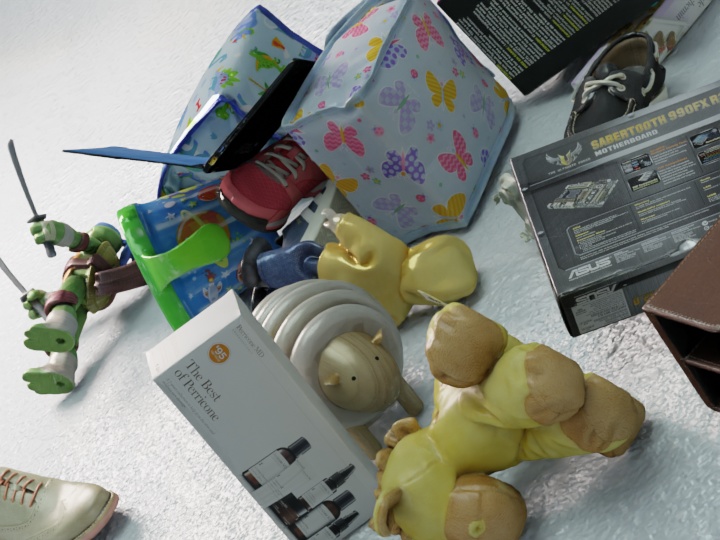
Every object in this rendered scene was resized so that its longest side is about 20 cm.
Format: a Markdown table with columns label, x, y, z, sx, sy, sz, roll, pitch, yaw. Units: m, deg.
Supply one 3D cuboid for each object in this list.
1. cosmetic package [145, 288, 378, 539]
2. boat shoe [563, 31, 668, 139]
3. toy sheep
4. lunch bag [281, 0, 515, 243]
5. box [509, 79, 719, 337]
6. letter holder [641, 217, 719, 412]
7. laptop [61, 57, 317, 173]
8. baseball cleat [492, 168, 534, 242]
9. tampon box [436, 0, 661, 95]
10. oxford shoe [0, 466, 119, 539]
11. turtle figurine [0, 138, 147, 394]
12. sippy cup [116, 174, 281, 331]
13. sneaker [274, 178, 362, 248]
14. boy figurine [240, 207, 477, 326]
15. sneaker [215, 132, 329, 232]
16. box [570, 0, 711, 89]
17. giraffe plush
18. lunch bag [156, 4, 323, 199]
| label | x | y | z | sx | sy | sz | roll | pitch | yaw |
| --- | --- | --- | --- | --- | --- | --- | --- | --- | --- |
| cosmetic package | -0.065 | 0.117 | 1.423 | 0.082 | 0.200 | 0.051 | -37 | 26 | 2 |
| boat shoe | 0.207 | -0.141 | 1.581 | 0.073 | 0.061 | 0.200 | -2 | 23 | 27 |
| toy sheep | -0.029 | 0.071 | 1.526 | 0.138 | 0.138 | 0.200 | -47 | 27 | -17 |
| lunch bag | 0.042 | -0.148 | 1.742 | 0.127 | 0.170 | 0.201 | -16 | 37 | 43 |
| box | 0.222 | -0.052 | 1.414 | 0.199 | 0.049 | 0.159 | -21 | 42 | 5 |
| letter holder | 0.309 | 0.001 | 1.251 | 0.200 | 0.101 | 0.142 | -47 | 29 | -16 |
| laptop | -0.146 | -0.149 | 1.775 | 0.200 | 0.116 | 0.187 | -49 | -2 | 8 |
| baseball cleat | 0.194 | -0.053 | 1.531 | 0.106 | 0.070 | 0.200 | -38 | 36 | -13 |
| tampon box | 0.195 | -0.284 | 1.747 | 0.200 | 0.126 | 0.150 | -33 | 17 | 47 |
| oxford shoe | -0.295 | 0.210 | 1.705 | 0.199 | 0.074 | 0.071 | -14 | 35 | 39 |
| turtle figurine | -0.324 | 0.016 | 1.954 | 0.144 | 0.199 | 0.195 | -38 | 31 | 35 |
| sippy cup | -0.145 | -0.025 | 1.840 | 0.130 | 0.140 | 0.178 | -27 | 39 | -3 |
| sneaker | -0.030 | -0.044 | 1.779 | 0.084 | 0.075 | 0.200 | -22 | 25 | 44 |
| boy figurine | 0.000 | 0.000 | 1.622 | 0.198 | 0.125 | 0.065 | -5 | 32 | 19 |
| sneaker | -0.063 | -0.104 | 1.791 | 0.200 | 0.074 | 0.087 | -34 | -21 | -54 |
| box | 0.263 | -0.219 | 1.720 | 0.200 | 0.039 | 0.041 | -49 | 28 | -20 |
| giraffe plush | 0.075 | 0.121 | 1.321 | 0.199 | 0.172 | 0.163 | 25 | 87 | 50 |
| lunch bag | -0.133 | -0.140 | 1.996 | 0.200 | 0.127 | 0.171 | -41 | 20 | 38 |
